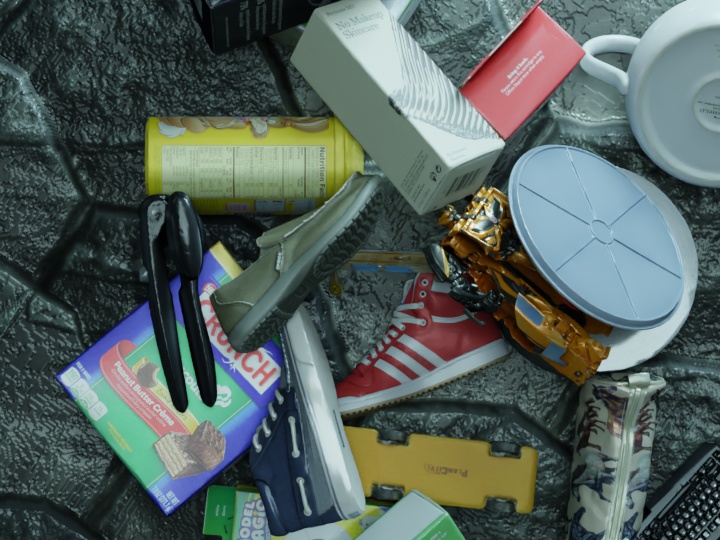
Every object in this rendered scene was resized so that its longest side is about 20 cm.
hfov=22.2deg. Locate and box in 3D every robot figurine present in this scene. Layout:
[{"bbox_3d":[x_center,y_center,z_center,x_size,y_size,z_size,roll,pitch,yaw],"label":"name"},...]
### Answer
[{"bbox_3d":[0.152,0.004,1.673,0.200,0.058,0.145,40,45,-4],"label":"robot figurine"}]

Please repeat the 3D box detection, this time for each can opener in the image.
[{"bbox_3d":[-0.166,0.029,1.650,0.063,0.079,0.202,-4,98,0],"label":"can opener"}]

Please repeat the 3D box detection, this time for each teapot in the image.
[{"bbox_3d":[0.344,-0.185,1.766,0.197,0.146,0.200,-36,106,23],"label":"teapot"}]

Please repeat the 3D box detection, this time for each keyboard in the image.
[{"bbox_3d":[0.306,0.265,1.745,0.104,0.040,0.200,43,82,3],"label":"keyboard"}]

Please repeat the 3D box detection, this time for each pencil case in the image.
[{"bbox_3d":[0.234,0.188,1.700,0.077,0.089,0.202,6,95,-19],"label":"pencil case"}]

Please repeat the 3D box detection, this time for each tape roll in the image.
[{"bbox_3d":[0.221,0.002,1.764,0.198,0.066,0.203,1,81,-5],"label":"tape roll"}]

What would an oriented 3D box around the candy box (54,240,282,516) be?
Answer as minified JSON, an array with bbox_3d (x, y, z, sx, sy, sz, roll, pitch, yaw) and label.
[{"bbox_3d":[-0.155,0.102,1.712,0.200,0.077,0.169,-40,89,-10],"label":"candy box"}]

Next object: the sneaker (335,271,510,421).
[{"bbox_3d":[0.033,0.067,1.736,0.198,0.071,0.114,-20,87,-14],"label":"sneaker"}]

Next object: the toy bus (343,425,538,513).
[{"bbox_3d":[0.062,0.186,1.716,0.198,0.078,0.066,6,83,-4],"label":"toy bus"}]

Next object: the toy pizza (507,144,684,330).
[{"bbox_3d":[0.212,-0.028,1.675,0.199,0.032,0.202,21,46,-24],"label":"toy pizza"}]

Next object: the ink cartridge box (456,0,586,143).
[{"bbox_3d":[0.140,-0.171,1.714,0.067,0.200,0.116,42,81,2],"label":"ink cartridge box"}]

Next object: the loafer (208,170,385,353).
[{"bbox_3d":[-0.059,-0.019,1.618,0.070,0.075,0.200,43,84,18],"label":"loafer"}]

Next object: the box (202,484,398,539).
[{"bbox_3d":[-0.051,0.266,1.706,0.198,0.048,0.119,6,89,-2],"label":"box"}]

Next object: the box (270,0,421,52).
[{"bbox_3d":[-0.018,-0.306,1.776,0.176,0.097,0.201,33,80,3],"label":"box"}]

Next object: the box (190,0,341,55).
[{"bbox_3d":[-0.061,-0.291,1.649,0.198,0.148,0.105,-21,82,-7],"label":"box"}]

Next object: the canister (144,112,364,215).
[{"bbox_3d":[-0.098,-0.097,1.712,0.198,0.149,0.088,0,82,-3],"label":"canister"}]

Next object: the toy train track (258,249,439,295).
[{"bbox_3d":[0.000,0.000,1.726,0.198,0.115,0.033,2,125,22],"label":"toy train track"}]

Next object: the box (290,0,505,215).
[{"bbox_3d":[0.032,-0.151,1.636,0.082,0.069,0.200,-24,67,-40],"label":"box"}]

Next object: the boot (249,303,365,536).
[{"bbox_3d":[-0.065,0.135,1.651,0.089,0.073,0.202,-17,78,9],"label":"boot"}]

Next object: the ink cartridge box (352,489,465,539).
[{"bbox_3d":[0.059,0.325,1.651,0.146,0.084,0.201,-39,111,-13],"label":"ink cartridge box"}]
